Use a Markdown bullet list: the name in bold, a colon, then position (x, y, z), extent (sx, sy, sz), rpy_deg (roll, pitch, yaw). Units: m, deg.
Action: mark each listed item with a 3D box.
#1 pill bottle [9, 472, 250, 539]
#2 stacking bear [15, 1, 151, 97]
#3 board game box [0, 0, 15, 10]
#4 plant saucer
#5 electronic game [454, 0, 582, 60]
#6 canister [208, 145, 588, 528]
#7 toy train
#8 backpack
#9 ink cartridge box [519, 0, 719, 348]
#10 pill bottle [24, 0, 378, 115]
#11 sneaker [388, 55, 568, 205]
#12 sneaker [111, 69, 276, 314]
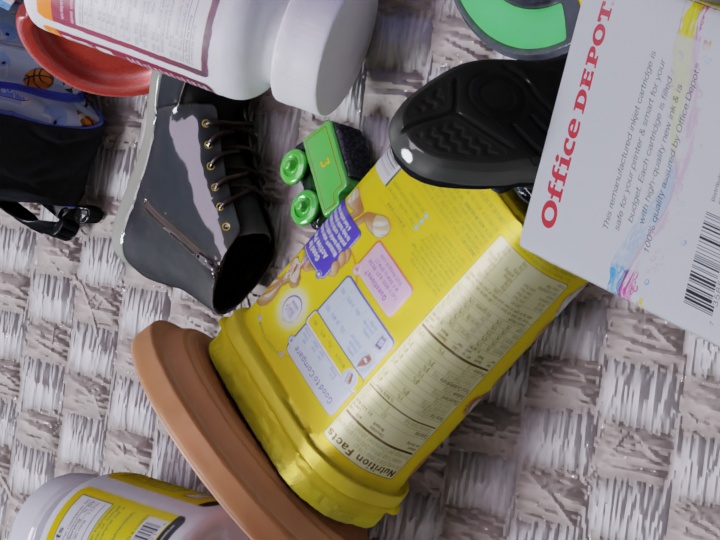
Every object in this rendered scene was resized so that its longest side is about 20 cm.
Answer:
- **pill bottle**: position (-0.133, 0.189, 1.681), extent (0.199, 0.114, 0.115), rpy_deg (10, 92, 54)
- **stacking bear**: position (-0.162, -0.229, 1.792), extent (0.114, 0.121, 0.201), rpy_deg (78, -171, -60)
- **board game box**: position (-0.214, -0.298, 1.773), extent (0.200, 0.056, 0.196), rpy_deg (-53, 26, 14)
- **plant saucer**: position (-0.056, 0.107, 1.539), extent (0.032, 0.200, 0.201), rpy_deg (-39, 50, 8)
- **electronic game**: position (0.110, -0.215, 1.481), extent (0.199, 0.041, 0.202), rpy_deg (-10, 77, 52)
- **canister**: position (0.024, 0.021, 1.487), extent (0.200, 0.086, 0.149), rpy_deg (-48, 51, 18)
- **toy train**: position (0.000, 0.000, 1.597), extent (0.056, 0.042, 0.201), rpy_deg (-35, 57, 32)
- **backpack**: position (-0.285, -0.130, 1.881), extent (0.190, 0.199, 0.155), rpy_deg (38, 110, 56)
- **ink cartridge box**: position (0.200, -0.044, 1.249), extent (0.200, 0.144, 0.146), rpy_deg (30, 109, 50)
- **pill bottle**: position (-0.096, -0.169, 1.625), extent (0.199, 0.110, 0.110), rpy_deg (21, 104, 15)
- **sneaker**: position (0.087, -0.057, 1.368), extent (0.076, 0.199, 0.115), rpy_deg (50, 136, 23)
- **sneaker**: position (-0.084, -0.078, 1.705), extent (0.106, 0.075, 0.201), rpy_deg (29, 110, 40)
